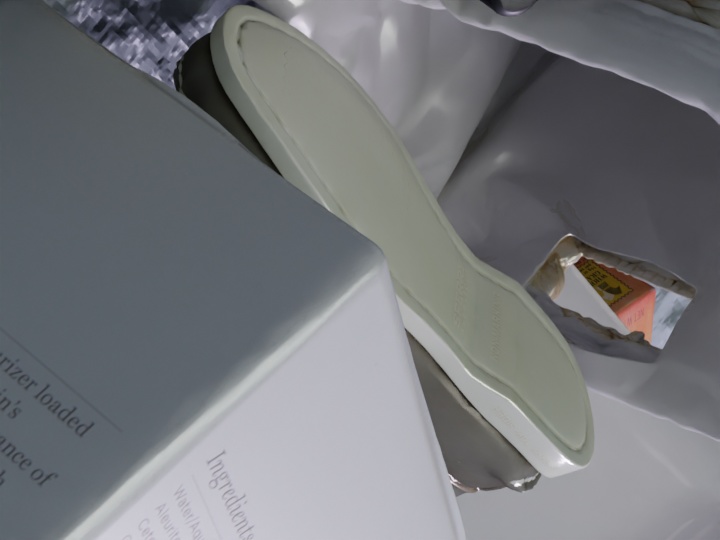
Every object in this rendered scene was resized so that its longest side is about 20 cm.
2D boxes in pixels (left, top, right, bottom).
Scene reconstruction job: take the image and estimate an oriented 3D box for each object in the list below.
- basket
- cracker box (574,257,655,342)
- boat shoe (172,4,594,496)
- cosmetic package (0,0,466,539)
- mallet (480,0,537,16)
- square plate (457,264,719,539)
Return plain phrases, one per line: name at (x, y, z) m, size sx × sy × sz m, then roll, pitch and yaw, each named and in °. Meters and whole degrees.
basket at (0.095, -0.075, 0.847) m, size 0.161 × 0.197 × 0.200 m, roll -53°, pitch 148°, yaw -22°
cracker box at (0.054, 0.098, 1.083) m, size 0.134 × 0.058 × 0.201 m, roll -32°, pitch 142°, yaw -30°
boat shoe at (0.000, 0.002, 0.818) m, size 0.060 × 0.072 × 0.202 m, roll -23°, pitch 125°, yaw 27°
cosmetic package at (-0.101, 0.063, 0.753) m, size 0.200 × 0.165 × 0.165 m, roll -41°, pitch 146°, yaw -18°
mallet at (-0.013, -0.094, 0.709) m, size 0.041 × 0.200 × 0.066 m, roll 35°, pitch 97°, yaw -34°
square plate at (0.026, 0.082, 0.955) m, size 0.198 × 0.200 × 0.028 m, roll -44°, pitch -172°, yaw -18°
